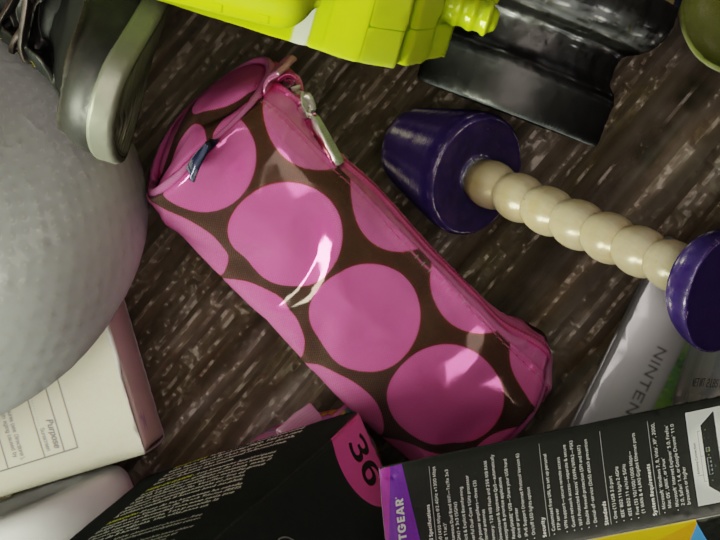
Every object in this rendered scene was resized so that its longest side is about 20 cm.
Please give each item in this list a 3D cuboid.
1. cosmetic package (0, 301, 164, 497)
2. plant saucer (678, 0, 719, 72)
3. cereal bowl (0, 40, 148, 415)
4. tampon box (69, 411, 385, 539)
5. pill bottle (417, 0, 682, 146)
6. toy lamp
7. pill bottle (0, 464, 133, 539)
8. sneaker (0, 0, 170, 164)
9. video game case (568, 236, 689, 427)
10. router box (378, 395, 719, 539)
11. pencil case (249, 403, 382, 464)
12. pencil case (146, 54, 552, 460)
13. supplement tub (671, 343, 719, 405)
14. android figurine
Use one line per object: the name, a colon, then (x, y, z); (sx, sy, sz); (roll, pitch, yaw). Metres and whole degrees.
cosmetic package: (-0.198, 0.059, 1.152); (0.198, 0.071, 0.106); (-15, 91, 3)
plant saucer: (0.219, -0.154, 1.074); (0.031, 0.200, 0.200); (39, 95, -27)
cereal bowl: (-0.194, -0.033, 1.092); (0.198, 0.084, 0.201); (-6, 57, 9)
tampon box: (-0.061, 0.174, 1.019); (0.126, 0.200, 0.151); (-18, 101, 33)
pill bottle: (0.097, -0.162, 1.106); (0.111, 0.112, 0.201); (20, 94, 1)
toy lamp: (0.084, -0.025, 1.091); (0.199, 0.058, 0.059); (27, 96, 43)
pill bottle: (-0.120, 0.198, 1.137); (0.111, 0.111, 0.201); (-21, 92, 4)
sneaker: (-0.135, -0.107, 1.056); (0.105, 0.200, 0.075); (15, 112, -9)
video game case: (0.186, 0.110, 1.163); (0.199, 0.022, 0.183); (26, 94, 1)
router box: (0.110, 0.114, 1.046); (0.148, 0.200, 0.051); (-13, 66, 17)
pencil case: (0.009, 0.154, 1.142); (0.087, 0.087, 0.201); (-32, 92, 4)
pencil case: (0.000, 0.000, 1.110); (0.094, 0.091, 0.200); (-38, 109, 25)
supplement tub: (0.215, -0.008, 1.091); (0.122, 0.123, 0.201); (19, 80, 1)
android figurine: (-0.039, -0.131, 1.033); (0.198, 0.182, 0.041); (16, 110, 2)
